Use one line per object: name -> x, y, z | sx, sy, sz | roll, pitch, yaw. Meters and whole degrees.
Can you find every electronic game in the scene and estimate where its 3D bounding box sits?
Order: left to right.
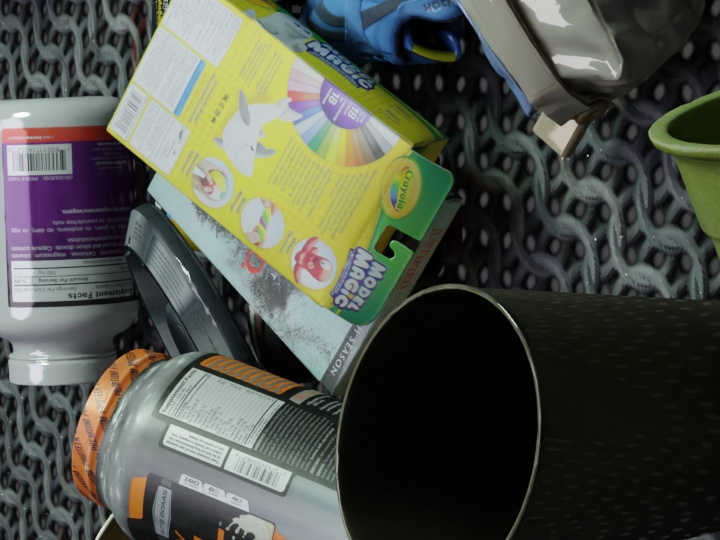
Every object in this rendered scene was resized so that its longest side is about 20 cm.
electronic game -> -0.095, 0.047, 1.625 | 0.200, 0.042, 0.200 | 58, 169, 18

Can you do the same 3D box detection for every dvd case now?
dvd case -> -0.037, -0.045, 1.497 | 0.200, 0.022, 0.146 | 47, 120, 30

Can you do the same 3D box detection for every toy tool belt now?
toy tool belt -> 0.080, -0.164, 1.325 | 0.200, 0.125, 0.123 | 58, 145, 9

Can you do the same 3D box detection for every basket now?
basket -> 0.115, 0.077, 1.237 | 0.180, 0.200, 0.136 | -51, 52, 45

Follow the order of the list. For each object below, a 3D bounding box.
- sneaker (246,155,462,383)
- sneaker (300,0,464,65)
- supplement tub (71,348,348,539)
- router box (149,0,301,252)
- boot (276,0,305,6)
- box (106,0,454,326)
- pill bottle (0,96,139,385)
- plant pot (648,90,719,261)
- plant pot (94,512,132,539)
sneaker -> 0.000, 0.000, 1.516 | 0.116, 0.076, 0.200 | 41, 126, 43
sneaker -> 0.017, -0.140, 1.450 | 0.078, 0.066, 0.200 | 67, 162, 8
supplement tub -> -0.059, 0.122, 1.468 | 0.200, 0.123, 0.123 | 20, 113, 24
router box -> -0.079, -0.111, 1.636 | 0.149, 0.051, 0.200 | 11, 102, 54
boot -> -0.003, -0.263, 1.482 | 0.211, 0.079, 0.158 | -40, 62, 52
box -> -0.039, -0.070, 1.430 | 0.200, 0.048, 0.117 | 41, 118, 20
pill bottle -> -0.214, -0.022, 1.797 | 0.112, 0.112, 0.200 | 4, 98, 56
plant pot -> 0.239, 0.013, 1.085 | 0.200, 0.200, 0.190 | 6, 112, 56
plant pot -> -0.059, 0.225, 1.557 | 0.200, 0.200, 0.134 | 59, 175, 33
